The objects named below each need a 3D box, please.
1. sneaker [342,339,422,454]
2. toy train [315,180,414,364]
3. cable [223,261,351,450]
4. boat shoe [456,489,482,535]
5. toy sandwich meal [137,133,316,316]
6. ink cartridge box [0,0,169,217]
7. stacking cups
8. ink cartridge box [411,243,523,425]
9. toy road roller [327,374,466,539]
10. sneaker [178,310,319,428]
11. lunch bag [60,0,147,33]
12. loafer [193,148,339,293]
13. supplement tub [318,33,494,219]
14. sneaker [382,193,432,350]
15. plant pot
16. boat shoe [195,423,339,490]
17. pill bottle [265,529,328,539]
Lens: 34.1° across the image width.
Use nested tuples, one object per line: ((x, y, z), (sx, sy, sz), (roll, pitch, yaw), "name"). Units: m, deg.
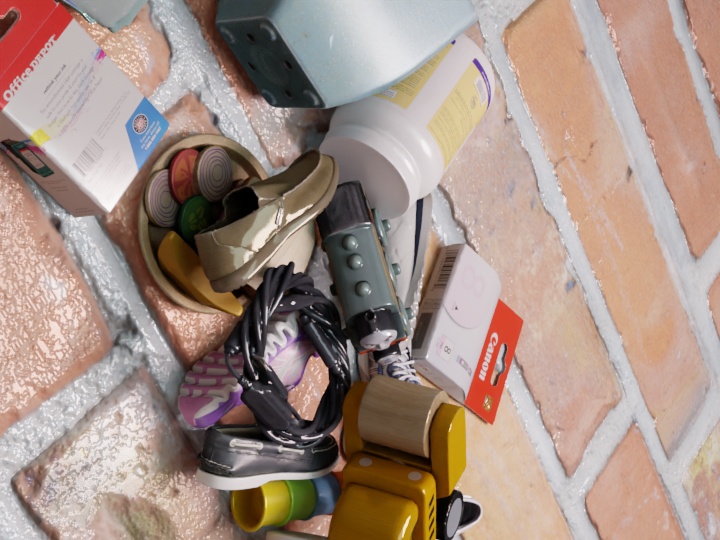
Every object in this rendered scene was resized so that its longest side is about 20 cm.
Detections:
((0.043, 0.134, 1.381), (0.076, 0.084, 0.203), (17, 77, -43), "sneaker")
((0.000, 0.000, 1.273), (0.114, 0.084, 0.203), (56, 19, -71), "toy train")
((-0.067, 0.089, 1.200), (0.200, 0.050, 0.165), (50, 44, -44), "cable")
((0.067, 0.302, 1.413), (0.198, 0.068, 0.073), (6, 85, -42), "boat shoe")
((-0.137, -0.044, 1.214), (0.203, 0.070, 0.209), (0, 90, -44), "toy sandwich meal")
((-0.283, -0.158, 1.074), (0.200, 0.067, 0.117), (49, 58, -33), "ink cartridge box")
((-0.053, 0.248, 1.310), (0.198, 0.060, 0.062), (3, 88, -48), "stacking cups")
((0.151, 0.085, 1.511), (0.199, 0.057, 0.164), (36, 64, -33), "ink cartridge box")
((0.031, 0.226, 1.222), (0.146, 0.121, 0.203), (-47, 141, -51), "toy road roller")
((-0.107, 0.107, 1.244), (0.200, 0.080, 0.089), (-44, 127, -36), "sneaker")
((-0.248, -0.344, 1.076), (0.170, 0.121, 0.203), (30, 77, -42), "lunch bag")
((-0.092, -0.063, 1.168), (0.068, 0.075, 0.201), (55, 51, -23), "loafer")
((0.052, -0.173, 1.350), (0.146, 0.144, 0.201), (54, 56, -29), "supplement tub")
((0.036, -0.001, 1.368), (0.077, 0.079, 0.203), (95, 3, -65), "sneaker")
((-0.037, -0.279, 1.243), (0.200, 0.195, 0.197), (-48, 121, -21), "plant pot")
((-0.089, 0.186, 1.245), (0.199, 0.075, 0.061), (-3, 105, -55), "boat shoe")
((-0.074, 0.384, 1.246), (0.110, 0.110, 0.203), (16, 79, -43), "pill bottle")
